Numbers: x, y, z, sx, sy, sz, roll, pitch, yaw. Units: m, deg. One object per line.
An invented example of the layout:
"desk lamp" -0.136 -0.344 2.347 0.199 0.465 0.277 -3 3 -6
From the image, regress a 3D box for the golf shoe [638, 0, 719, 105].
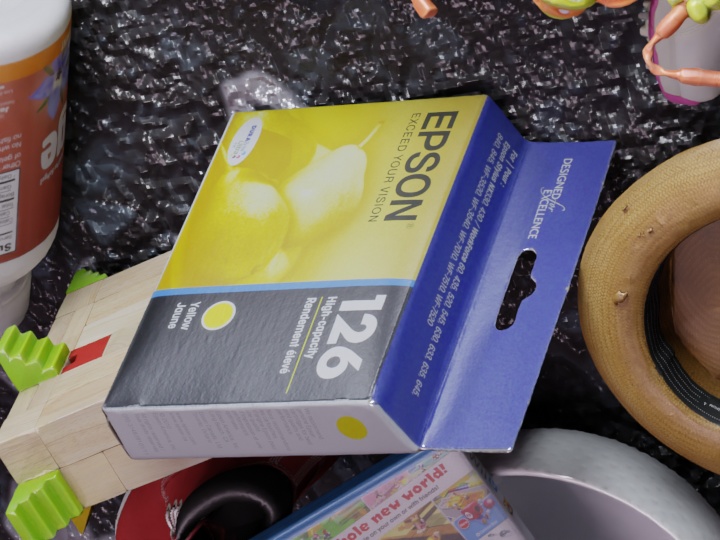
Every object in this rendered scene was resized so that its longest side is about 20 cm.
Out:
"golf shoe" 0.170 -0.153 1.147 0.091 0.075 0.201 13 128 13

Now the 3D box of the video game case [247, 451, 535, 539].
"video game case" 0.041 0.189 1.342 0.143 0.018 0.201 -31 107 16

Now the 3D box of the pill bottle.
"pill bottle" -0.206 -0.062 1.368 0.111 0.112 0.201 19 129 13

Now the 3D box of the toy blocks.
"toy blocks" -0.098 0.045 1.355 0.136 0.200 0.100 -22 113 20

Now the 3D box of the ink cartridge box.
"ink cartridge box" 0.000 0.000 1.253 0.199 0.198 0.047 -5 134 29

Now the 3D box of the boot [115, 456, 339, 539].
"boot" -0.089 0.138 1.428 0.072 0.144 0.200 43 131 -8

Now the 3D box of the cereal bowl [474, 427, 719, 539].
"cereal bowl" 0.113 0.160 1.384 0.199 0.083 0.201 12 126 17

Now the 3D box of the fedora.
"fedora" 0.201 0.007 1.233 0.199 0.082 0.202 10 124 16

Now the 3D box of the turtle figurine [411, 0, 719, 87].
"turtle figurine" 0.102 -0.163 1.098 0.199 0.064 0.162 26 124 23
